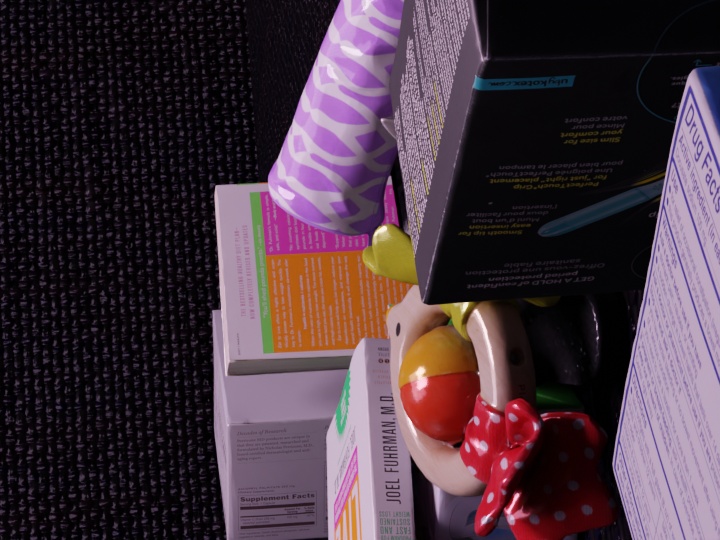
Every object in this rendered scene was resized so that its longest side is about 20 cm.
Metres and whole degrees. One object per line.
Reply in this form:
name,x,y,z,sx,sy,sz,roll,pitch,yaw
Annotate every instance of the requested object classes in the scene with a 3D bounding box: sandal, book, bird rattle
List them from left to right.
book,0.000,0.000,1.595,0.048,0.198,0.135,111,156,-73
book,0.011,0.163,1.412,0.134,0.048,0.202,106,164,-57
bird rattle,0.071,0.064,1.269,0.163,0.112,0.202,-31,75,62
sandal,0.116,0.035,1.334,0.200,0.048,0.076,-163,71,-69

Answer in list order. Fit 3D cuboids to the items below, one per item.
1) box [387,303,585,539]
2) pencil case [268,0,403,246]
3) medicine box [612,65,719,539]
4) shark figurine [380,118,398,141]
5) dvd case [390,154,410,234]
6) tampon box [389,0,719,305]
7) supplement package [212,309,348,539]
box,0.077,0.135,1.460,0.200,0.096,0.178,-115,25,-69
pencil case,0.010,-0.116,1.416,0.201,0.085,0.084,-65,-2,31
medicine box,0.159,0.064,0.734,0.183,0.102,0.201,-100,11,-45
shark figurine,0.078,-0.049,1.170,0.214,0.089,0.129,-34,-64,-64
dvd case,0.071,-0.113,1.398,0.200,0.016,0.150,-43,49,50
tampon box,0.099,-0.089,0.959,0.200,0.148,0.127,101,164,-62
supplement package,-0.008,0.109,1.701,0.156,0.198,0.112,-104,14,-58
